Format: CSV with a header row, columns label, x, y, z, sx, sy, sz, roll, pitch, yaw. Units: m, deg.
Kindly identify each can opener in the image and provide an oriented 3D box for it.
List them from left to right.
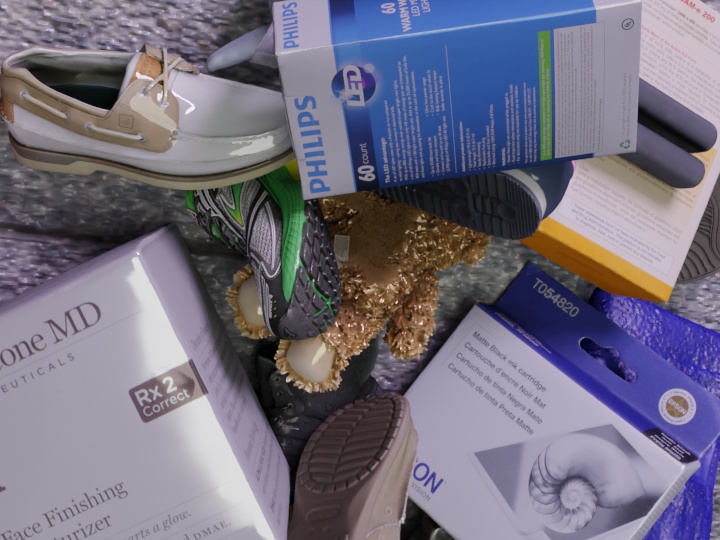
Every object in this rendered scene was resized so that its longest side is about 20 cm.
label,x,y,z,sx,sy,sz,roll,pitch,yaw
can opener,0.156,-0.113,0.764,0.199,0.067,0.054,26,81,-23

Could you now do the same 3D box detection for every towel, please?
label,x,y,z,sx,sy,sz,roll,pitch,yaw
towel,0.223,0.124,0.925,0.146,0.049,0.202,23,68,-23

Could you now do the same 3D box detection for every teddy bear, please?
label,x,y,z,sx,sy,sz,roll,pitch,yaw
teddy bear,0.000,0.000,0.841,0.144,0.067,0.201,27,60,8

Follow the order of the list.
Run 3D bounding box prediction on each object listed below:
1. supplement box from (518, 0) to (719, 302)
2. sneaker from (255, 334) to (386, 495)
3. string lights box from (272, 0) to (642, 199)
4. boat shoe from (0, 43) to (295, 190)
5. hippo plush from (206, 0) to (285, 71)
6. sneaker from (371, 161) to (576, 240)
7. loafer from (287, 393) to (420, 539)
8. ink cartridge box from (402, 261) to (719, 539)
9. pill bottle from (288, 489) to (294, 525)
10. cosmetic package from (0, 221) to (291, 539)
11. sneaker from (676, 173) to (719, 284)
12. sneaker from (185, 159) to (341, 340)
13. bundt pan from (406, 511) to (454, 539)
label,x,y,z,sx,sy,sz,roll,pitch,yaw
supplement box,0.189,-0.096,0.858,0.125,0.073,0.202,26,84,-23
sneaker,-0.055,0.098,0.886,0.199,0.060,0.105,-37,114,-8
string lights box,0.055,-0.109,0.690,0.197,0.059,0.104,-7,132,2
boat shoe,-0.132,-0.100,0.756,0.197,0.075,0.069,1,134,7
hippo plush,0.036,-0.183,0.767,0.160,0.159,0.202,27,81,-32
sneaker,0.052,-0.088,0.812,0.082,0.199,0.071,-45,150,-32
loafer,-0.006,0.167,0.811,0.075,0.201,0.069,-7,127,27
ink cartridge box,0.131,0.118,0.872,0.201,0.199,0.041,-51,154,-4
pill bottle,-0.014,0.252,0.858,0.113,0.200,0.115,-9,122,-14
cosmetic package,-0.156,0.099,0.768,0.163,0.165,0.202,-25,98,1
sneaker,0.293,-0.075,0.923,0.075,0.106,0.200,42,123,4
sneaker,-0.064,-0.027,0.779,0.084,0.201,0.078,-19,133,1
bundt pan,0.118,0.239,0.966,0.199,0.076,0.204,-5,108,-15
